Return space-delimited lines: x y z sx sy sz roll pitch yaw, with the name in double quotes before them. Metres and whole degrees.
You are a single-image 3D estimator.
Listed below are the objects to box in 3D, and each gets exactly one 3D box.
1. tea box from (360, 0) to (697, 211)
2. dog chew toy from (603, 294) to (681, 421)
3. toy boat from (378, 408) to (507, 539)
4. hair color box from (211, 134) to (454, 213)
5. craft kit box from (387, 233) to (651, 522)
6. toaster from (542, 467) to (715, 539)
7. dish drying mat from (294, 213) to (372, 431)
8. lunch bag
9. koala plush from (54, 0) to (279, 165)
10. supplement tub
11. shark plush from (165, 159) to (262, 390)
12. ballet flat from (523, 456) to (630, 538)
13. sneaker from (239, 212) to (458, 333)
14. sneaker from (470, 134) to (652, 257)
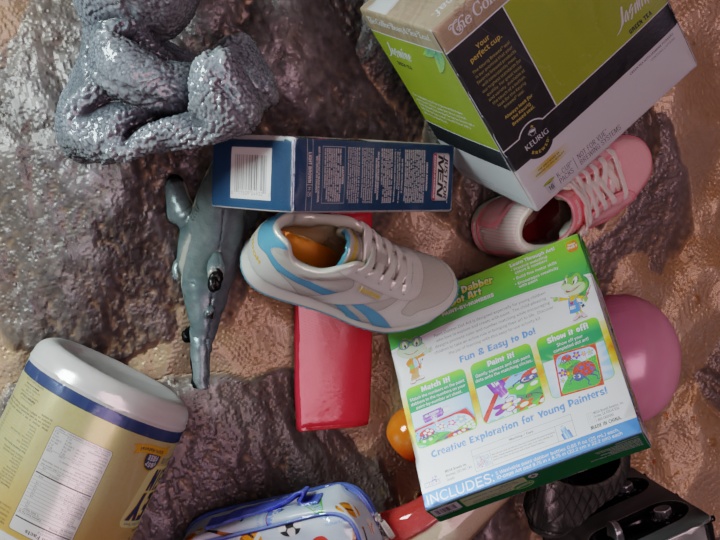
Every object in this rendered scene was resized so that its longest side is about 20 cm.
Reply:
"tea box" 0.144 -0.199 1.097 0.199 0.133 0.198 -41 122 -10
"dog chew toy" 0.197 0.080 1.215 0.197 0.125 0.127 6 95 -10
"toy boat" 0.074 0.183 1.198 0.200 0.131 0.131 -43 77 -9
"hair color box" -0.020 -0.081 1.089 0.198 0.099 0.062 -3 97 -48
"craft kit box" 0.130 0.092 1.127 0.197 0.049 0.200 -21 60 15
"toaster" 0.267 0.310 1.231 0.117 0.181 0.203 -16 101 -11
"dish drying mat" -0.026 0.045 1.189 0.076 0.018 0.204 -2 96 -18
"lunch bag" -0.061 0.271 1.136 0.197 0.076 0.163 -16 101 16
"koala plush" -0.178 -0.200 1.034 0.181 0.178 0.203 -12 105 5
"supplement tub" -0.243 0.173 1.066 0.143 0.144 0.202 26 88 -19
"shark plush" -0.138 -0.003 1.111 0.090 0.083 0.203 18 91 -19
"ballet flat" 0.211 0.186 1.209 0.066 0.199 0.058 20 116 23
"sneaker" 0.000 0.000 1.112 0.197 0.081 0.078 11 65 -22
"sneaker" 0.207 -0.066 1.205 0.198 0.104 0.076 -26 101 -14
